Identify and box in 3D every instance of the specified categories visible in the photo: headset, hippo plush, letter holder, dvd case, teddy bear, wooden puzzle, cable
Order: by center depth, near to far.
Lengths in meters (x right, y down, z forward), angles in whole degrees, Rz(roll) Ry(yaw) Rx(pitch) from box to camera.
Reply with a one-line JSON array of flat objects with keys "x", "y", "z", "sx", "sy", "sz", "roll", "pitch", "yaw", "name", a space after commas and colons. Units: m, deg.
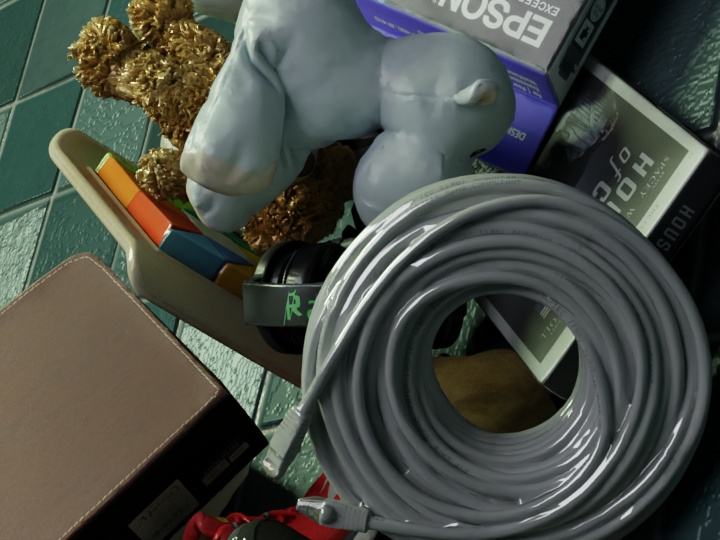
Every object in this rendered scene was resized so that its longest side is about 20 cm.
[{"x": 0.071, "y": 0.051, "z": 1.083, "sx": 0.069, "sy": 0.200, "sz": 0.200, "roll": -58, "pitch": -12, "yaw": -80, "name": "cable"}, {"x": 0.117, "y": -0.032, "z": 1.197, "sx": 0.150, "sy": 0.025, "sz": 0.200, "roll": -56, "pitch": 23, "yaw": 10, "name": "dvd case"}, {"x": 0.005, "y": -0.097, "z": 1.219, "sx": 0.159, "sy": 0.161, "sz": 0.200, "roll": -19, "pitch": -51, "yaw": -86, "name": "hippo plush"}, {"x": 0.000, "y": 0.000, "z": 1.249, "sx": 0.200, "sy": 0.123, "sz": 0.094, "roll": -12, "pitch": -80, "yaw": -84, "name": "headset"}, {"x": -0.180, "y": 0.108, "z": 1.262, "sx": 0.200, "sy": 0.101, "sz": 0.142, "roll": -43, "pitch": 66, "yaw": -7, "name": "letter holder"}, {"x": -0.086, "y": -0.099, "z": 1.341, "sx": 0.200, "sy": 0.145, "sz": 0.067, "roll": 57, "pitch": 138, "yaw": 23, "name": "teddy bear"}, {"x": -0.093, "y": -0.008, "z": 1.354, "sx": 0.037, "sy": 0.185, "sz": 0.200, "roll": -51, "pitch": 33, "yaw": 10, "name": "wooden puzzle"}]

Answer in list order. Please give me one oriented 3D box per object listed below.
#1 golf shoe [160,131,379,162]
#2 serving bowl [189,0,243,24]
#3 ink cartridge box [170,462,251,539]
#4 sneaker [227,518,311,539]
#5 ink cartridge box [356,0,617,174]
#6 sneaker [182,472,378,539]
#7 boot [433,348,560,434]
[{"x": -0.063, "y": -0.114, "z": 1.464, "sx": 0.200, "sy": 0.078, "sz": 0.097, "roll": 0, "pitch": 96, "yaw": 47, "name": "golf shoe"}, {"x": -0.042, "y": -0.198, "z": 1.446, "sx": 0.200, "sy": 0.200, "sz": 0.066, "roll": 16, "pitch": 113, "yaw": 57, "name": "serving bowl"}, {"x": -0.171, "y": 0.141, "z": 1.407, "sx": 0.148, "sy": 0.086, "sz": 0.200, "roll": -56, "pitch": 21, "yaw": -11, "name": "ink cartridge box"}, {"x": 0.018, "y": 0.173, "z": 1.107, "sx": 0.200, "sy": 0.073, "sz": 0.082, "roll": 31, "pitch": 114, "yaw": 24, "name": "sneaker"}, {"x": 0.061, "y": -0.180, "z": 1.281, "sx": 0.198, "sy": 0.043, "sz": 0.200, "roll": 27, "pitch": 88, "yaw": 34, "name": "ink cartridge box"}, {"x": -0.056, "y": 0.159, "z": 1.221, "sx": 0.200, "sy": 0.085, "sz": 0.077, "roll": -48, "pitch": 5, "yaw": -37, "name": "sneaker"}, {"x": 0.045, "y": 0.076, "z": 1.229, "sx": 0.075, "sy": 0.074, "sz": 0.200, "roll": -40, "pitch": 25, "yaw": -17, "name": "boot"}]
